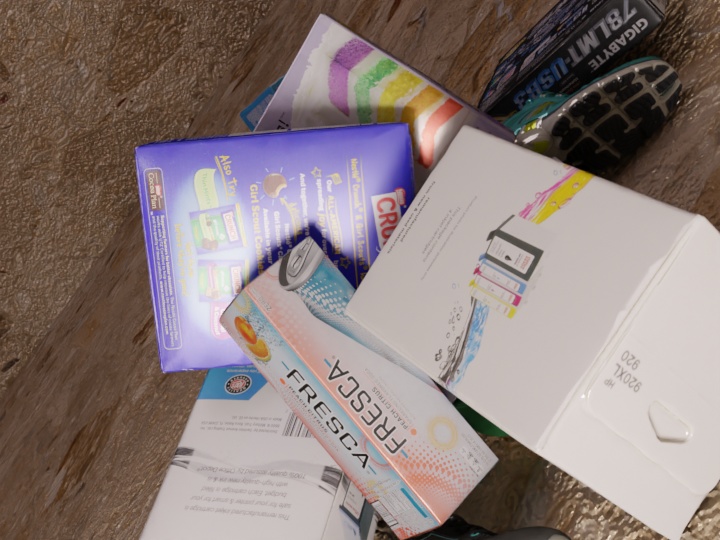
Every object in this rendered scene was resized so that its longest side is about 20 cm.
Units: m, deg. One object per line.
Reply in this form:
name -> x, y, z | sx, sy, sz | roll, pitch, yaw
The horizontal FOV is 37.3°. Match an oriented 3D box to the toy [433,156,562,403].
toy -> 0.094, -0.001, 0.816 | 0.201, 0.047, 0.115 | -52, 19, 11

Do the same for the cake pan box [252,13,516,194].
cake pan box -> -0.003, -0.073, 0.854 | 0.201, 0.183, 0.052 | -56, 0, 14

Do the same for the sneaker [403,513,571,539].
sneaker -> 0.063, 0.191, 0.696 | 0.200, 0.075, 0.080 | -35, 27, 44

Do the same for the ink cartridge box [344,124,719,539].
ink cartridge box -> 0.122, 0.030, 0.631 | 0.145, 0.147, 0.200 | -56, 37, 0

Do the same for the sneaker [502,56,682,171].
sneaker -> 0.164, -0.123, 0.880 | 0.199, 0.077, 0.080 | -27, 43, 24

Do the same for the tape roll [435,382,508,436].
tape roll -> 0.127, 0.029, 0.831 | 0.201, 0.048, 0.201 | -47, 22, 25

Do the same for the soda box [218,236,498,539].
soda box -> -0.002, 0.080, 0.717 | 0.068, 0.200, 0.064 | -39, -1, -33

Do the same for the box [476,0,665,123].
box -> 0.194, -0.212, 0.986 | 0.200, 0.050, 0.199 | -41, 11, 32

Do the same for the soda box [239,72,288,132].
soda box -> -0.017, -0.093, 0.988 | 0.068, 0.201, 0.064 | -43, 10, -38

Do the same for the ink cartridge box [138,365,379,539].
ink cartridge box -> -0.065, 0.165, 0.783 | 0.145, 0.086, 0.201 | -1, 51, 25

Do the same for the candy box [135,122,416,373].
candy box -> -0.055, -0.020, 0.798 | 0.077, 0.197, 0.171 | -89, -6, -79
